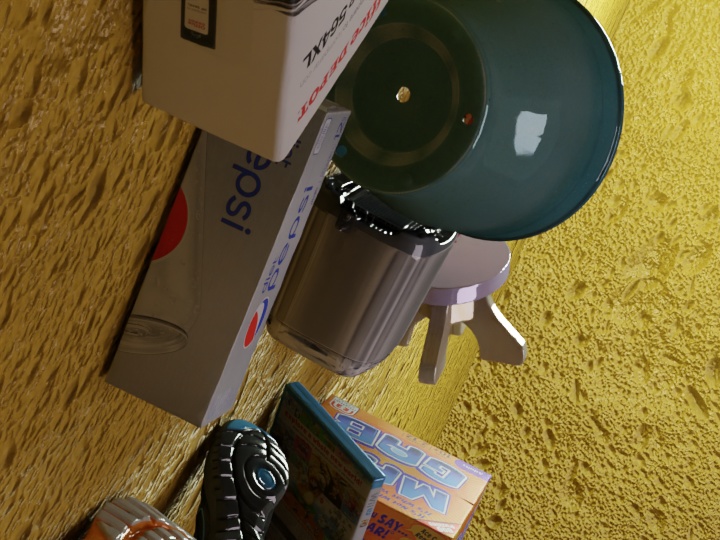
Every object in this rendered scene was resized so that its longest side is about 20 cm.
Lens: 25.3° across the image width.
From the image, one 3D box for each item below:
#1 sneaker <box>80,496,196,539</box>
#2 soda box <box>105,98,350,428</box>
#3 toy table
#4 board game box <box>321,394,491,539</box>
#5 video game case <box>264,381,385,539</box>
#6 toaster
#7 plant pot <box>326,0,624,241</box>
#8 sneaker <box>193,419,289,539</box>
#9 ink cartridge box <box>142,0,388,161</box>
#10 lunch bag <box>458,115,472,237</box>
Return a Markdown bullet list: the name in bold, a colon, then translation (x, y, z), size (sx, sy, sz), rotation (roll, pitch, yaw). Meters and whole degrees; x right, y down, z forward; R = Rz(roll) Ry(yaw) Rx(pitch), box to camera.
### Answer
- **sneaker**: translation (-0.163, 0.207, 1.037), size (0.078, 0.078, 0.200), rotation (-61, 165, 16)
- **soda box**: translation (-0.078, -0.015, 0.942), size (0.202, 0.068, 0.063), rotation (-67, 171, 11)
- **toy table**: translation (0.095, 0.036, 1.768), size (0.200, 0.182, 0.118), rotation (-34, 132, -56)
- **board game box**: translation (-0.007, 0.284, 1.672), size (0.202, 0.198, 0.200), rotation (-67, 170, 17)
- **video game case**: translation (-0.051, 0.226, 1.500), size (0.018, 0.143, 0.202), rotation (-8, 129, -39)
- **toaster**: translation (0.000, 0.000, 1.276), size (0.130, 0.113, 0.200), rotation (-65, 173, 16)
- **plant pot**: translation (0.064, -0.119, 1.144), size (0.187, 0.199, 0.202), rotation (-6, 122, -62)
- **sneaker**: translation (-0.108, 0.202, 1.267), size (0.082, 0.073, 0.201), rotation (-48, -158, 34)
- **ink cartridge box**: translation (-0.033, -0.174, 0.744), size (0.147, 0.084, 0.201), rotation (-59, 168, -34)
- **lunch bag**: translation (0.107, -0.129, 1.631), size (0.176, 0.081, 0.202), rotation (17, 97, -81)
